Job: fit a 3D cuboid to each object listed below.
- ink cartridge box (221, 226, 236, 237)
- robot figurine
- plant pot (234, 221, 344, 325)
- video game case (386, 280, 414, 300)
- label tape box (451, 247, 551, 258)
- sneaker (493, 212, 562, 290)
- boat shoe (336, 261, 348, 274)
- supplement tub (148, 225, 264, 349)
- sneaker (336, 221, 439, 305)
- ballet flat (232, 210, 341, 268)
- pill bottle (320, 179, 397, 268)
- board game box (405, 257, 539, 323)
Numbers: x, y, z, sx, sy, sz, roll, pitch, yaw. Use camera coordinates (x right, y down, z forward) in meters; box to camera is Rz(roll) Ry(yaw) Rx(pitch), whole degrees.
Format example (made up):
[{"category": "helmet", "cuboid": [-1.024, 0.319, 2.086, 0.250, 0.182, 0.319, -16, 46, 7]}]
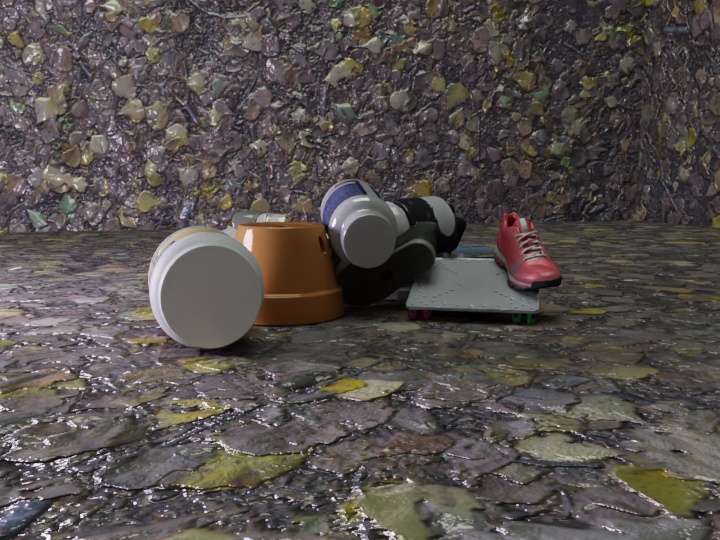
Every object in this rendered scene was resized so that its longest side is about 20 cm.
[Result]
[{"category": "ink cartridge box", "cuboid": [-0.231, -0.019, 1.404, 0.146, 0.087, 0.199, -26, 15, -28]}, {"category": "robot figurine", "cuboid": [0.095, -0.069, 1.418, 0.197, 0.127, 0.149, -9, 7, -31]}, {"category": "plant pot", "cuboid": [-0.123, -0.002, 1.212, 0.196, 0.143, 0.200, 0, 8, 0]}, {"category": "video game case", "cuboid": [0.144, 0.035, 1.408, 0.197, 0.024, 0.181, 2, 8, 24]}, {"category": "label tape box", "cuboid": [0.268, -0.008, 1.577, 0.142, 0.065, 0.199, -3, 8, -28]}, {"category": "sneaker", "cuboid": [0.256, -0.034, 1.226, 0.072, 0.088, 0.201, -8, 22, -8]}, {"category": "boat shoe", "cuboid": [0.000, 0.000, 1.482, 0.066, 0.073, 0.199, -6, 6, -20]}, {"category": "supplement tub", "cuboid": [-0.202, 0.020, 1.009, 0.142, 0.147, 0.200, -2, 7, -16]}, {"category": "sneaker", "cuboid": [0.047, -0.011, 1.305, 0.198, 0.076, 0.106, -22, 17, 25]}, {"category": "ballet flat", "cuboid": [-0.118, -0.062, 1.311, 0.197, 0.068, 0.064, 25, -38, -12]}, {"category": "pill bottle", "cuboid": [-0.001, -0.073, 1.240, 0.109, 0.113, 0.200, -1, 18, -9]}, {"category": "board game box", "cuboid": [0.183, 0.029, 1.236, 0.196, 0.026, 0.200, 2, 23, 12]}]
